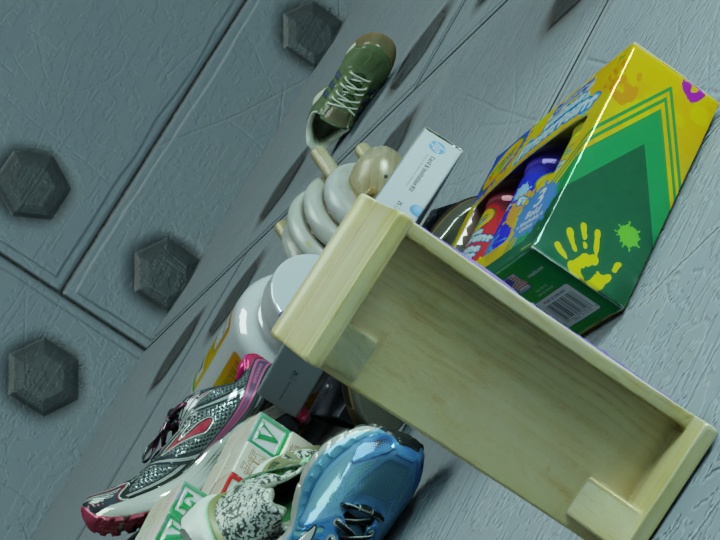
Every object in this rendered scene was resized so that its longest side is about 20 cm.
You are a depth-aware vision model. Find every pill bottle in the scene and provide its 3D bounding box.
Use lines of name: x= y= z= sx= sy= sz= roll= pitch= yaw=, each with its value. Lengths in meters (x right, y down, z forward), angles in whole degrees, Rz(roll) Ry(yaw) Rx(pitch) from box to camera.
pill bottle: x=-0.068 y=0.072 z=1.844 sx=0.111 sy=0.111 sz=0.200 roll=-63 pitch=4 yaw=-37

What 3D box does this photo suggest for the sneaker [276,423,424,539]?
sneaker: x=-0.016 y=0.192 z=1.415 sx=0.200 sy=0.078 sz=0.090 roll=-57 pitch=27 yaw=18

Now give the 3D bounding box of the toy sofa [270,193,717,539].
toy sofa: x=0.061 y=0.051 z=1.026 sx=0.083 sy=0.200 sz=0.098 roll=-56 pitch=14 yaw=-1

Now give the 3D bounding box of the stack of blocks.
stack of blocks: x=-0.101 y=0.206 z=1.587 sx=0.059 sy=0.115 sz=0.200 roll=-38 pitch=20 yaw=53

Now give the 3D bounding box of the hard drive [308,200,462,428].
hard drive: x=0.034 y=0.039 z=1.707 sx=0.200 sy=0.042 sz=0.135 roll=-58 pitch=9 yaw=-10

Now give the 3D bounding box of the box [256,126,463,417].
box: x=0.000 y=0.000 z=1.679 sx=0.156 sy=0.041 sz=0.200 roll=-60 pitch=-1 yaw=42

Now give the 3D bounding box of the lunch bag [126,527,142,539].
lunch bag: x=-0.149 y=0.262 z=1.673 sx=0.200 sy=0.117 sz=0.164 roll=-56 pitch=7 yaw=-37

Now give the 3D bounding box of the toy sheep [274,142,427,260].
toy sheep: x=-0.009 y=-0.027 z=1.903 sx=0.138 sy=0.137 sz=0.200 roll=-68 pitch=2 yaw=-53

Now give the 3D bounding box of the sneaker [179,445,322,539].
sneaker: x=-0.043 y=0.162 z=1.525 sx=0.088 sy=0.077 sz=0.200 roll=-34 pitch=-3 yaw=27

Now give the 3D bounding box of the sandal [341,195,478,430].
sandal: x=0.056 y=0.033 z=1.576 sx=0.200 sy=0.082 sz=0.055 roll=-51 pitch=30 yaw=-14

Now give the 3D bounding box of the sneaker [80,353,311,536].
sneaker: x=-0.137 y=0.143 z=1.696 sx=0.200 sy=0.075 sz=0.081 roll=-32 pitch=-5 yaw=-25

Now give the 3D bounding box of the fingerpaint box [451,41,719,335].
fingerpaint box: x=0.123 y=-0.029 z=1.376 sx=0.167 sy=0.073 sz=0.200 roll=-61 pitch=10 yaw=-27

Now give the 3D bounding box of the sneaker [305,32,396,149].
sneaker: x=-0.016 y=-0.229 z=2.877 sx=0.200 sy=0.067 sz=0.090 roll=-46 pitch=21 yaw=50
